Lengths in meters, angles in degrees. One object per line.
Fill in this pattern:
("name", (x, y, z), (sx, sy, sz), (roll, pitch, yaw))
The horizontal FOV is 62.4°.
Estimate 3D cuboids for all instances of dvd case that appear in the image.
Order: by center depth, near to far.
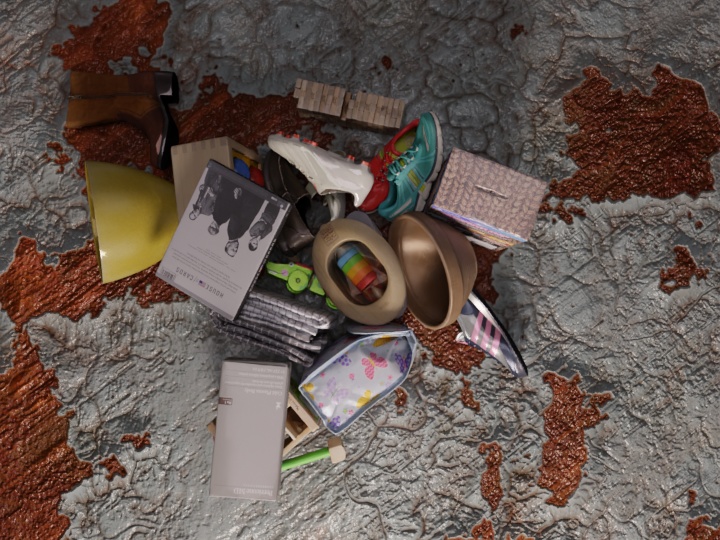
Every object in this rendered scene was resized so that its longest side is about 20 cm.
("dvd case", (-0.211, -0.047, 0.911), (0.149, 0.025, 0.202), (29, 96, 9))

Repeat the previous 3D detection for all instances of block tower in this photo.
("block tower", (-0.021, -0.295, 1.081), (0.197, 0.058, 0.055), (12, 87, 1))

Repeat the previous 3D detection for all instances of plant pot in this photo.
("plant pot", (0.132, -0.010, 1.009), (0.092, 0.201, 0.203), (-19, 87, -22))
("plant pot", (-0.380, -0.088, 1.013), (0.140, 0.200, 0.203), (-8, 87, -26))

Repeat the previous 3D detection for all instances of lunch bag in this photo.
("lunch bag", (0.001, 0.154, 1.001), (0.199, 0.170, 0.128), (-35, 93, -1))

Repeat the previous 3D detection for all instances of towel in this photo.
("towel", (-0.144, 0.086, 1.005), (0.198, 0.166, 0.087), (19, 90, 1))

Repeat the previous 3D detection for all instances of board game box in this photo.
("board game box", (0.196, -0.112, 1.003), (0.158, 0.200, 0.098), (20, 87, 0))

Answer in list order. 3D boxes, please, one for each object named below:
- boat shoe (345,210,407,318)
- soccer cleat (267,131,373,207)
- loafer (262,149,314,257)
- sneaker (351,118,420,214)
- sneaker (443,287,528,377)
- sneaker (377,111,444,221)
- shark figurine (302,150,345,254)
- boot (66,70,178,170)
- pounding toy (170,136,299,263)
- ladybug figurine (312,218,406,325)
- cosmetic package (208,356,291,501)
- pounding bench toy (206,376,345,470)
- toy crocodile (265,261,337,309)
("boat shoe", (0.032, -0.010, 1.058), (0.070, 0.070, 0.202), (-28, 80, 14))
("soccer cleat", (-0.074, -0.171, 0.990), (0.198, 0.069, 0.078), (23, 98, 12))
("loafer", (-0.116, -0.123, 1.027), (0.071, 0.073, 0.203), (-17, 72, 13))
("sneaker", (0.052, -0.193, 1.061), (0.077, 0.085, 0.201), (36, 86, 2))
("sneaker", (0.218, 0.119, 1.066), (0.082, 0.070, 0.201), (-37, 85, 14))
("sneaker", (0.085, -0.169, 1.005), (0.079, 0.078, 0.202), (7, 119, -19))
("shark figurine", (-0.045, -0.125, 1.065), (0.127, 0.089, 0.217), (-19, 78, 32))
("boot", (-0.433, -0.271, 1.066), (0.197, 0.068, 0.191), (-1, 87, 0))
("pounding toy", (-0.207, -0.105, 1.017), (0.140, 0.184, 0.203), (-8, 87, 11))
("ladybug figurine", (0.000, 0.000, 0.992), (0.135, 0.072, 0.201), (-39, 78, 12))
("cosmetic package", (-0.166, 0.238, 0.910), (0.105, 0.090, 0.203), (4, 84, -3))
("pounding bench toy", (-0.140, 0.287, 1.013), (0.156, 0.124, 0.200), (-42, 89, -3))
("toy crocodile", (-0.075, 0.023, 1.058), (0.198, 0.068, 0.062), (21, 80, -2))
